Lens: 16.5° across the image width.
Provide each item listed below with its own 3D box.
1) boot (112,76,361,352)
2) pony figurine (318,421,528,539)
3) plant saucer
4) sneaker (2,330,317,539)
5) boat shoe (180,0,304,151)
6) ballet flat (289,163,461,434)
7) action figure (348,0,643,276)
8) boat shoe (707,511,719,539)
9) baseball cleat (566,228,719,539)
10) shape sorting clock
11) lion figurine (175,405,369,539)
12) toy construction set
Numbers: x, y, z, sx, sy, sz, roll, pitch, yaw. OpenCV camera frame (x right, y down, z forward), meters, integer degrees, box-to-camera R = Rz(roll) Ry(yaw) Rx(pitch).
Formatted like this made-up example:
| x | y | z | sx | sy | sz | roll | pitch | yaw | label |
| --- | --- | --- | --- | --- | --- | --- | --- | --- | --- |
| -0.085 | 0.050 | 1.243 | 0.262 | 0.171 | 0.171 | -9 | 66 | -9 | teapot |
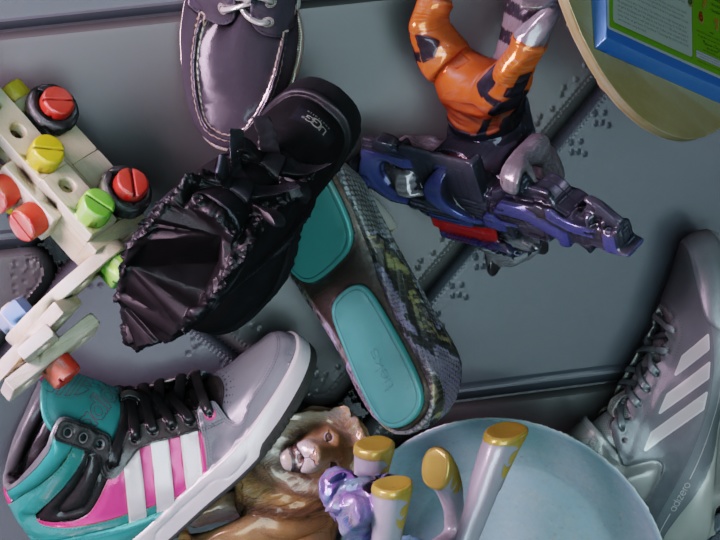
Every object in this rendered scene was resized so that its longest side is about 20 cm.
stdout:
| x | y | z | sx | sy | sz | roll | pitch | yaw | label |
| --- | --- | --- | --- | --- | --- | --- | --- | --- | --- |
| -0.081 | -0.008 | 1.339 | 0.073 | 0.162 | 0.198 | 37 | 127 | 2 | boot |
| 0.020 | 0.196 | 1.384 | 0.193 | 0.167 | 0.200 | -20 | 119 | -46 | pony figurine |
| 0.088 | 0.178 | 1.482 | 0.201 | 0.039 | 0.201 | 4 | 105 | 15 | plant saucer |
| -0.131 | 0.082 | 1.428 | 0.200 | 0.084 | 0.121 | -44 | 115 | 3 | sneaker |
| -0.066 | -0.164 | 1.382 | 0.073 | 0.063 | 0.200 | 12 | 98 | 9 | boat shoe |
| 0.000 | 0.000 | 1.432 | 0.072 | 0.072 | 0.200 | -26 | 79 | -3 | ballet flat |
| 0.093 | -0.081 | 1.395 | 0.105 | 0.200 | 0.194 | -34 | 135 | -39 | action figure |
| 0.211 | 0.207 | 1.524 | 0.200 | 0.072 | 0.062 | -34 | 130 | 3 | boat shoe |
| 0.173 | 0.075 | 1.479 | 0.106 | 0.070 | 0.200 | -1 | 102 | -9 | baseball cleat |
| 0.159 | -0.169 | 1.382 | 0.200 | 0.039 | 0.200 | 14 | 72 | -48 | shape sorting clock |
| -0.040 | 0.179 | 1.469 | 0.122 | 0.072 | 0.200 | -13 | 110 | -3 | lion figurine |
| -0.195 | -0.035 | 1.360 | 0.131 | 0.092 | 0.200 | -37 | 97 | -41 | toy construction set |
